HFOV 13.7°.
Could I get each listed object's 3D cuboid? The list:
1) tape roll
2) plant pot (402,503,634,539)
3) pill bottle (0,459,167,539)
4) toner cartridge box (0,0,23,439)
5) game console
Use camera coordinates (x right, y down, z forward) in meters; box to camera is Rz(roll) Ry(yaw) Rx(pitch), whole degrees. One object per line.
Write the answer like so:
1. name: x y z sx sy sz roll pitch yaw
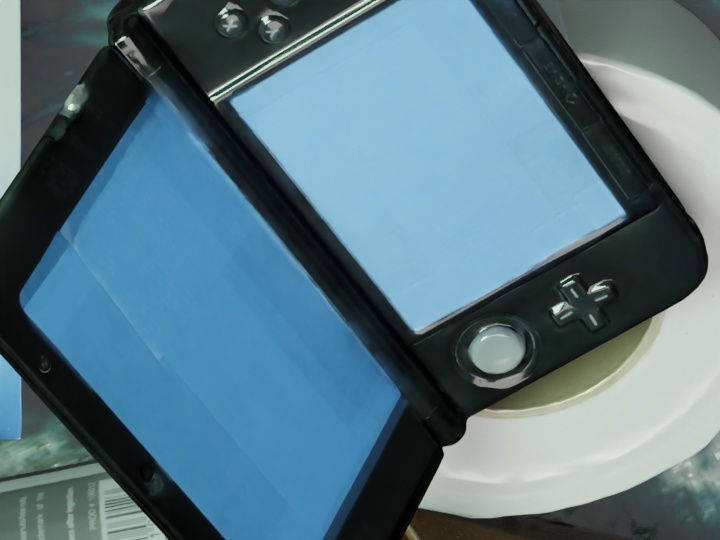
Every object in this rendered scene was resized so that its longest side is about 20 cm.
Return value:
1. tape roll: 0.053 -0.010 1.072 0.201 0.071 0.203 -2 126 -3
2. plant pot: 0.089 0.178 1.159 0.199 0.187 0.187 1 127 -24
3. pill bottle: -0.135 0.136 1.130 0.199 0.116 0.116 -11 126 3
4. toner cartridge box: -0.165 -0.031 1.050 0.095 0.043 0.201 -1 126 -6
5. game console: 0.000 0.000 0.958 0.175 0.117 0.200 -29 122 16
